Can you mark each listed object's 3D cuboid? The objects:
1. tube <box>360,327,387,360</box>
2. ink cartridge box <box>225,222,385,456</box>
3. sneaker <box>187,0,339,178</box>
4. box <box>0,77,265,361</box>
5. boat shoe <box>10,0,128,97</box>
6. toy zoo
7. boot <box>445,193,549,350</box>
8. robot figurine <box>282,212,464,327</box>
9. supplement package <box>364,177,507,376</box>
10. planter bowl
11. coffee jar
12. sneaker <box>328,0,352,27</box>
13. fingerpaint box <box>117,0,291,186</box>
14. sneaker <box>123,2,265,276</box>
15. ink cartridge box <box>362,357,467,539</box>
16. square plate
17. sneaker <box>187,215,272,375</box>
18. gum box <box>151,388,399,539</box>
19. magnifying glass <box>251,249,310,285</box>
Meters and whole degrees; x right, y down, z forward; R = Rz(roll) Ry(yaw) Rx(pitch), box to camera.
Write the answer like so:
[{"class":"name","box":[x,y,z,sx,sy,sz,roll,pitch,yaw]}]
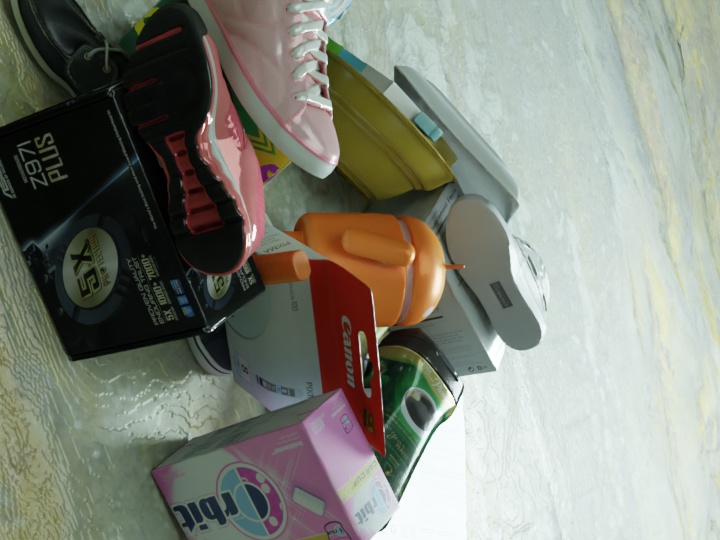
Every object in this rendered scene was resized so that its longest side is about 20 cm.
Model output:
[{"class":"tube","box":[-0.028,0.089,1.316,0.058,0.051,0.201,63,37,-27]},{"class":"ink cartridge box","box":[-0.055,0.058,1.088,0.047,0.199,0.162,-20,120,-28]},{"class":"sneaker","box":[-0.051,-0.176,0.971,0.201,0.104,0.075,60,19,18]},{"class":"box","box":[-0.192,-0.044,1.024,0.086,0.162,0.202,-37,111,-52]},{"class":"boat shoe","box":[-0.225,-0.178,1.106,0.201,0.067,0.072,57,41,-25]},{"class":"toy zoo","box":[0.034,-0.180,1.395,0.020,0.200,0.131,-45,128,0]},{"class":"boot","box":[0.155,-0.014,1.415,0.201,0.073,0.096,65,26,-26]},{"class":"robot figurine","box":[0.001,0.000,1.282,0.117,0.197,0.145,-109,-155,-50]},{"class":"supplement package","box":[0.086,0.010,1.452,0.201,0.109,0.114,61,38,-24]},{"class":"planter bowl","box":[0.004,-0.136,1.368,0.083,0.200,0.200,-45,128,-1]},{"class":"coffee jar","box":[0.025,0.156,1.280,0.105,0.085,0.201,53,53,-23]},{"class":"sneaker","box":[-0.070,-0.272,1.359,0.200,0.071,0.073,-38,138,-46]},{"class":"fingerpaint box","box":[-0.123,-0.167,1.116,0.167,0.073,0.200,48,4,-13]},{"class":"sneaker","box":[-0.119,-0.098,0.960,0.087,0.073,0.203,-27,106,-70]},{"class":"ink cartridge box","box":[0.048,0.213,1.395,0.195,0.043,0.203,22,61,-48]},{"class":"square plate","box":[0.110,-0.135,1.424,0.200,0.028,0.198,49,-5,7]},{"class":"sneaker","box":[-0.125,-0.005,1.185,0.078,0.079,0.203,-7,88,-56]},{"class":"gum box","box":[-0.079,0.188,1.090,0.066,0.199,0.114,-35,101,-52]},{"class":"magnifying glass","box":[-0.121,0.004,1.078,0.022,0.199,0.080,-31,109,-45]}]
